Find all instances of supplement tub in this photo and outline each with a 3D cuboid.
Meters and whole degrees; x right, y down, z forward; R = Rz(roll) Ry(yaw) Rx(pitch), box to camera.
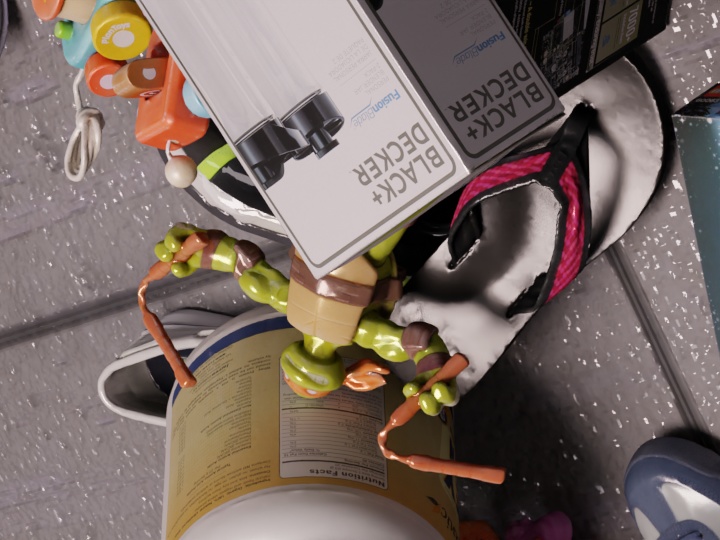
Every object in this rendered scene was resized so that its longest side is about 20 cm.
[{"bbox_3d":[-0.024,0.126,1.385,0.143,0.201,0.145,-1,128,-1],"label":"supplement tub"}]

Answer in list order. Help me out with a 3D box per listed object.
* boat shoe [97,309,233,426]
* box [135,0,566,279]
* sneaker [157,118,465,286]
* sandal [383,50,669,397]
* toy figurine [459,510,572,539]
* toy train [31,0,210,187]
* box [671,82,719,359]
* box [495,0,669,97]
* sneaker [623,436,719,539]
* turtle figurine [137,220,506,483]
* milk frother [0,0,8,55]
[{"bbox_3d":[-0.056,0.062,1.527,0.199,0.065,0.074,-5,111,47],"label":"boat shoe"},{"bbox_3d":[-0.023,-0.110,1.128,0.201,0.060,0.117,57,141,-1],"label":"box"},{"bbox_3d":[-0.005,-0.049,1.406,0.199,0.072,0.083,29,127,15],"label":"sneaker"},{"bbox_3d":[0.071,-0.015,1.321,0.075,0.045,0.200,38,117,8],"label":"sandal"},{"bbox_3d":[0.072,0.185,1.460,0.184,0.150,0.201,-30,68,37],"label":"toy figurine"},{"bbox_3d":[-0.118,-0.111,1.414,0.200,0.055,0.151,-10,68,63],"label":"toy train"},{"bbox_3d":[0.214,0.022,1.244,0.136,0.038,0.201,8,120,43],"label":"box"},{"bbox_3d":[0.059,-0.167,1.182,0.086,0.164,0.201,31,135,28],"label":"box"},{"bbox_3d":[0.178,0.168,1.341,0.200,0.082,0.070,50,140,9],"label":"sneaker"},{"bbox_3d":[0.000,0.000,1.323,0.199,0.064,0.162,27,117,22],"label":"turtle figurine"},{"bbox_3d":[-0.262,-0.080,1.616,0.199,0.182,0.188,25,154,-31],"label":"milk frother"}]
